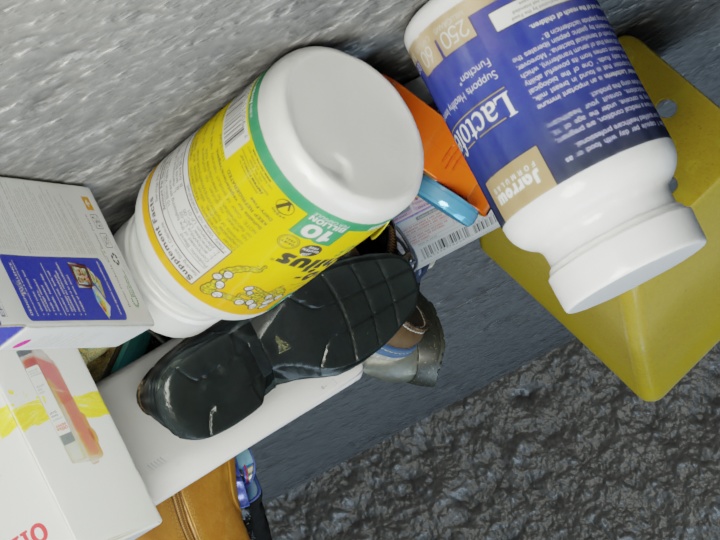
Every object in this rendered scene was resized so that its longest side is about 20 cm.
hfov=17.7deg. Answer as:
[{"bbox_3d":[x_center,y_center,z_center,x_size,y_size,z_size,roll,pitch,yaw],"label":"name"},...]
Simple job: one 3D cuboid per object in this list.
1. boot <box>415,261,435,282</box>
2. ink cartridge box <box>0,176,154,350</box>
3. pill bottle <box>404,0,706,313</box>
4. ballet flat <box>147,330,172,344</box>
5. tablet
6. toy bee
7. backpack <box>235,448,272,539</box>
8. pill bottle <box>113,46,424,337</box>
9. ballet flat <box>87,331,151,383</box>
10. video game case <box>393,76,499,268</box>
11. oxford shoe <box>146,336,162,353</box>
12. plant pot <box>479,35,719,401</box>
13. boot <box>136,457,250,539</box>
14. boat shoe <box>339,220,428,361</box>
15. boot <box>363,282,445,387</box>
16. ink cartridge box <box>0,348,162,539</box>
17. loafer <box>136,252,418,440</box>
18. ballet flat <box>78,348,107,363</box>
[{"bbox_3d":[0.025,-0.026,1.705,0.200,0.073,0.090,-55,-179,-34],"label":"boot"},{"bbox_3d":[-0.184,-0.004,1.278,0.037,0.095,0.200,-29,170,14],"label":"ink cartridge box"},{"bbox_3d":[0.118,-0.082,1.375,0.116,0.200,0.116,-27,170,-5],"label":"pill bottle"},{"bbox_3d":[-0.122,0.029,1.585,0.066,0.057,0.200,-29,145,15],"label":"ballet flat"},{"bbox_3d":[-0.111,0.084,1.503,0.200,0.130,0.014,-30,130,-30],"label":"tablet"},{"bbox_3d":[0.054,-0.063,1.497,0.131,0.200,0.109,-39,-153,-11],"label":"toy bee"},{"bbox_3d":[-0.173,0.177,1.665,0.200,0.135,0.183,-15,-150,-7],"label":"backpack"},{"bbox_3d":[-0.064,-0.039,1.374,0.113,0.113,0.200,-17,166,-47],"label":"pill bottle"},{"bbox_3d":[-0.200,0.095,1.596,0.071,0.071,0.200,-37,-153,44],"label":"ballet flat"},{"bbox_3d":[-0.001,-0.043,1.587,0.200,0.024,0.182,-27,146,-1],"label":"video game case"},{"bbox_3d":[-0.092,0.017,1.711,0.200,0.073,0.084,-34,170,33],"label":"oxford shoe"},{"bbox_3d":[0.207,-0.057,1.724,0.200,0.200,0.176,-44,156,-4],"label":"plant pot"},{"bbox_3d":[-0.100,0.146,1.543,0.201,0.144,0.071,-29,171,-36],"label":"boot"},{"bbox_3d":[0.000,0.000,1.559,0.072,0.072,0.200,-38,145,13],"label":"boat shoe"},{"bbox_3d":[-0.019,0.016,1.775,0.131,0.200,0.068,3,125,-17],"label":"boot"},{"bbox_3d":[-0.230,0.102,1.395,0.145,0.200,0.083,-34,169,34],"label":"ink cartridge box"},{"bbox_3d":[-0.056,0.040,1.482,0.200,0.073,0.072,-24,-164,-24],"label":"loafer"},{"bbox_3d":[-0.207,0.052,1.487,0.071,0.071,0.200,-23,177,-23],"label":"ballet flat"}]
